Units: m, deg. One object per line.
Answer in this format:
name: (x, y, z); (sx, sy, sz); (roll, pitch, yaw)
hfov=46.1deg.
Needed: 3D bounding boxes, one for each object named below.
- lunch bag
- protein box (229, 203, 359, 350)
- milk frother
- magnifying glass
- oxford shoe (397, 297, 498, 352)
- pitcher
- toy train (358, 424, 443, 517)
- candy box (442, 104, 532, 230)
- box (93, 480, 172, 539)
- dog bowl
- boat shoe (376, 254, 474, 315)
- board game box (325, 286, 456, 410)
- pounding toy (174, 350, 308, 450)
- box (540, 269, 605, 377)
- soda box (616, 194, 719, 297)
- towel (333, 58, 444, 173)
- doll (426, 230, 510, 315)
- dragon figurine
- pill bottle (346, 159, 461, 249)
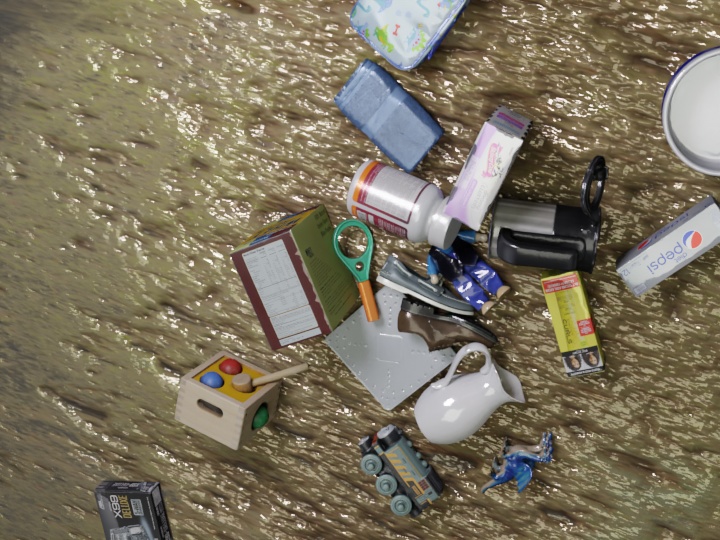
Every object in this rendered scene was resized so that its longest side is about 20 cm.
lunch bag: (0.091, -0.456, 1.450); (0.160, 0.082, 0.201); (40, 114, 1)
protein box: (-0.119, 0.009, 1.606); (0.133, 0.199, 0.202); (-18, 102, 20)
milk frother: (0.322, -0.103, 1.459); (0.185, 0.180, 0.203); (8, 97, 12)
magnifying glass: (0.000, 0.000, 1.637); (0.079, 0.022, 0.203); (-17, 99, -16)
oxford shoe: (0.164, 0.120, 1.617); (0.197, 0.073, 0.086); (17, 95, 5)
pitcher: (0.192, 0.235, 1.629); (0.199, 0.122, 0.172); (-32, 114, 17)
toy train: (0.083, 0.415, 1.754); (0.113, 0.085, 0.201); (-35, 94, 12)
candy box: (0.219, -0.180, 1.441); (0.071, 0.200, 0.169); (27, 113, 5)
box: (-0.536, 0.601, 2.013); (0.155, 0.050, 0.203); (-2, 108, 18)
dog bowl: (0.592, -0.260, 1.370); (0.197, 0.079, 0.203); (5, 110, 15)
boat shoe: (0.131, 0.030, 1.610); (0.198, 0.073, 0.063); (22, 91, 0)
board game box: (0.061, 0.151, 1.696); (0.200, 0.026, 0.200); (-41, 94, 24)
pounding toy: (-0.243, 0.250, 1.749); (0.198, 0.184, 0.144); (22, 114, 17)
box: (0.394, 0.093, 1.564); (0.074, 0.050, 0.203); (-12, 104, 21)
soda box: (0.542, -0.042, 1.464); (0.199, 0.068, 0.064); (-39, 93, 24)
towel: (0.052, -0.281, 1.540); (0.200, 0.049, 0.112); (44, 114, -1)
doll: (0.189, -0.017, 1.575); (0.136, 0.048, 0.200); (-45, 76, 2)
dragon figurine: (0.313, 0.399, 1.687); (0.098, 0.059, 0.202); (26, 112, 7)
pill bottle: (0.083, -0.117, 1.536); (0.198, 0.109, 0.111); (25, 114, 18)
